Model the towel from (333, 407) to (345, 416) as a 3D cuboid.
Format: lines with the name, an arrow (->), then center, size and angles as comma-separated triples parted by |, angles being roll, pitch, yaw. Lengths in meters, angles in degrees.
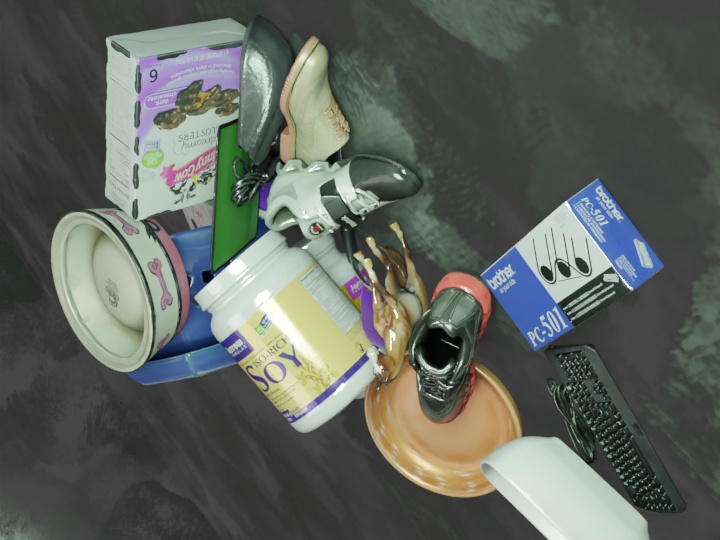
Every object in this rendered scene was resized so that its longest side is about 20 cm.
towel -> -0.050, 0.099, 1.498 | 0.133, 0.034, 0.200 | 58, -165, -8

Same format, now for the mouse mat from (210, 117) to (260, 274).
mouse mat -> -0.137, -0.094, 1.289 | 0.200, 0.007, 0.162 | -59, -25, -74

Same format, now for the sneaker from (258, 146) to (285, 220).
sneaker -> -0.125, -0.126, 1.428 | 0.200, 0.069, 0.100 | 17, 133, 54

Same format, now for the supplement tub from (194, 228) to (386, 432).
supplement tub -> -0.078, 0.066, 1.306 | 0.200, 0.145, 0.145 | 49, 157, -3

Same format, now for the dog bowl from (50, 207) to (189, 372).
dog bowl -> -0.281, 0.015, 1.365 | 0.199, 0.074, 0.201 | 21, 123, 37

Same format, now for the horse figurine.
horse figurine -> 0.036, 0.028, 1.255 | 0.200, 0.050, 0.133 | -57, -54, -68

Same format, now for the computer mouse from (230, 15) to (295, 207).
computer mouse -> -0.100, -0.178, 1.267 | 0.052, 0.139, 0.201 | 8, 111, 8

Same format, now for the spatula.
spatula -> 0.000, 0.000, 1.317 | 0.056, 0.021, 0.201 | 24, -142, -46

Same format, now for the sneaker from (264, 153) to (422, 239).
sneaker -> -0.022, -0.071, 1.233 | 0.199, 0.089, 0.074 | -2, 149, 42

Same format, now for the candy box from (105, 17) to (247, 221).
candy box -> -0.204, -0.175, 1.322 | 0.071, 0.167, 0.201 | 36, 131, 37

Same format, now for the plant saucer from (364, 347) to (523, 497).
plant saucer -> 0.100, 0.174, 1.351 | 0.199, 0.037, 0.201 | 14, 121, 23

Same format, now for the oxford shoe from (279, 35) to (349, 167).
oxford shoe -> -0.041, -0.172, 1.230 | 0.074, 0.071, 0.200 | 27, 155, 10

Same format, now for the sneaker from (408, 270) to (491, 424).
sneaker -> 0.087, 0.100, 1.232 | 0.070, 0.098, 0.201 | 21, 131, 16

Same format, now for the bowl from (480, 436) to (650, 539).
bowl -> 0.221, 0.248, 1.209 | 0.200, 0.075, 0.200 | 42, 172, 12

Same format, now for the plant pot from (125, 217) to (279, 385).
plant pot -> -0.216, 0.043, 1.505 | 0.199, 0.199, 0.181 | -13, 91, 49

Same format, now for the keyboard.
keyboard -> 0.242, 0.167, 1.159 | 0.201, 0.040, 0.104 | 59, 156, -7

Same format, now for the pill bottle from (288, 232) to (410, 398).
pill bottle -> -0.020, 0.050, 1.420 | 0.201, 0.104, 0.104 | 58, 156, -9

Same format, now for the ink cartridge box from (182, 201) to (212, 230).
ink cartridge box -> -0.182, -0.041, 1.682 | 0.200, 0.057, 0.163 | 32, 148, 51

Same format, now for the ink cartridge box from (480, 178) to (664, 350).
ink cartridge box -> 0.185, 0.001, 1.039 | 0.094, 0.044, 0.200 | 54, 157, 6
